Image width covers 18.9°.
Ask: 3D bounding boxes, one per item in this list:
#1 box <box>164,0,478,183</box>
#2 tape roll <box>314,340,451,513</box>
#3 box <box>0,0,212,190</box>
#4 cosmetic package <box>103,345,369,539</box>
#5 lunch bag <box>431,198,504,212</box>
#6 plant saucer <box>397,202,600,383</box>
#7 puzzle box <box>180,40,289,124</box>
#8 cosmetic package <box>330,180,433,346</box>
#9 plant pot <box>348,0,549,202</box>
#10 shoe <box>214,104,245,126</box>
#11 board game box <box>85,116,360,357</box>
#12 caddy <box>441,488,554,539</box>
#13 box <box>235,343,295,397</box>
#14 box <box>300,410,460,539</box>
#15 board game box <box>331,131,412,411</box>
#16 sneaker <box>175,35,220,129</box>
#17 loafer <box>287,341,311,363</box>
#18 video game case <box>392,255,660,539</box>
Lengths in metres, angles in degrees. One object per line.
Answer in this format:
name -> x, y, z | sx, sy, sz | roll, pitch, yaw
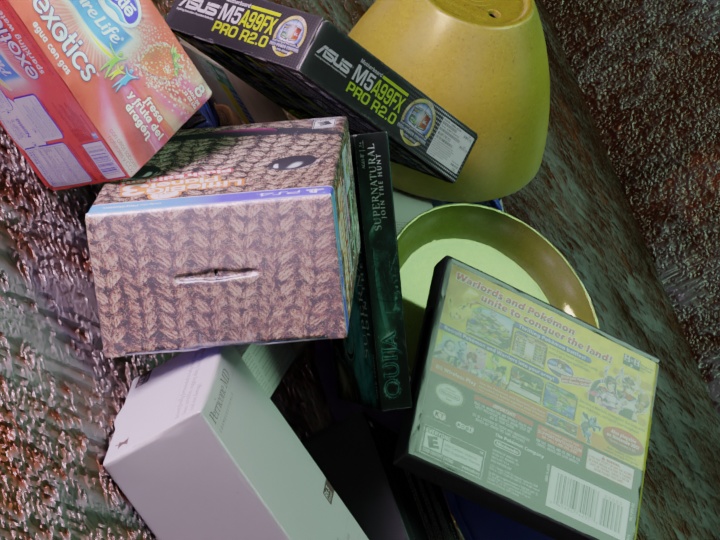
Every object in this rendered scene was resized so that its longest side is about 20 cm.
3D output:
box -> -0.028, -0.142, 1.617 | 0.160, 0.044, 0.200 | 24, -6, 45
tape roll -> 0.038, 0.118, 1.866 | 0.200, 0.065, 0.200 | 56, 17, -26
box -> -0.204, -0.160, 1.408 | 0.095, 0.102, 0.200 | -49, 116, -33
cosmetic package -> -0.075, 0.155, 1.402 | 0.200, 0.081, 0.113 | 57, 18, -22
lunch bag -> 0.053, -0.071, 1.940 | 0.123, 0.200, 0.171 | -2, 53, -26
plant saucer -> 0.097, 0.043, 1.673 | 0.199, 0.031, 0.201 | 15, 57, -24
puzzle box -> -0.090, -0.131, 1.798 | 0.133, 0.025, 0.200 | 59, -6, -18
cosmetic package -> 0.008, -0.024, 1.787 | 0.108, 0.084, 0.201 | 109, -25, -43
plant pot -> 0.077, -0.174, 1.787 | 0.201, 0.199, 0.142 | -90, -166, -48
shoe -> -0.095, -0.059, 1.709 | 0.053, 0.070, 0.200 | 47, 19, -34
board game box -> -0.086, -0.027, 1.447 | 0.200, 0.159, 0.097 | -84, 169, -72
caddy -> 0.114, 0.166, 1.752 | 0.142, 0.104, 0.200 | -83, 155, -45
box -> -0.089, 0.083, 1.554 | 0.042, 0.039, 0.200 | 62, 15, -10
box -> 0.027, 0.223, 1.626 | 0.141, 0.079, 0.201 | 42, 25, -63
board game box -> 0.000, 0.000, 1.611 | 0.135, 0.028, 0.201 | -179, -97, -75
sneaker -> -0.130, -0.099, 1.618 | 0.078, 0.075, 0.201 | 36, 35, -61
loafer -> -0.070, 0.005, 1.734 | 0.072, 0.063, 0.200 | 20, 29, -19
video game case -> 0.129, 0.105, 1.622 | 0.199, 0.025, 0.181 | 26, 53, -17
